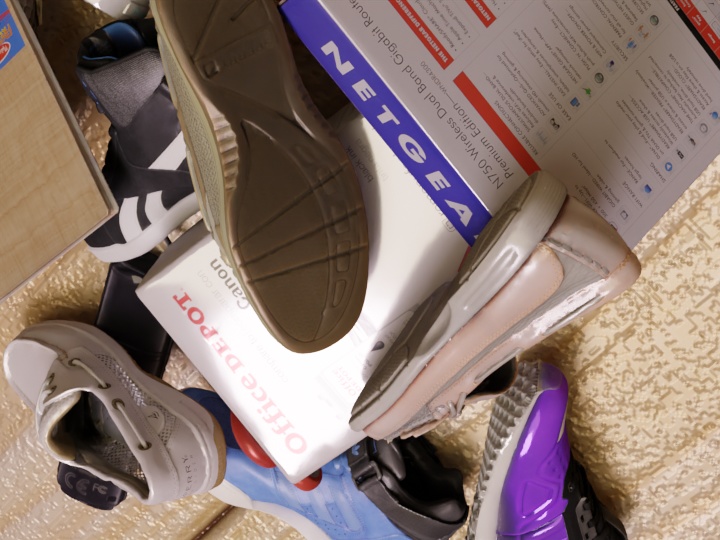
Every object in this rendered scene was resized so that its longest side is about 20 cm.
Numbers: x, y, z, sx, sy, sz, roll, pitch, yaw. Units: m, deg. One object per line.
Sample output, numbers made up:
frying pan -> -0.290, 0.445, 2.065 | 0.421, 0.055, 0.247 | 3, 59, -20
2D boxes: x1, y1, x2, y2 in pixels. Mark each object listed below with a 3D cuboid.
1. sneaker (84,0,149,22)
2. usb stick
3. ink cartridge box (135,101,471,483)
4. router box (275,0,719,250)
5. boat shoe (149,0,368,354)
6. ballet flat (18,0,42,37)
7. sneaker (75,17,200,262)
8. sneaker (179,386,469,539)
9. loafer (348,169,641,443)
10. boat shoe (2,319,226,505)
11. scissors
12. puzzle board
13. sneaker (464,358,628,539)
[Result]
sneaker -> -0.182, -0.224, 0.737 | 0.199, 0.074, 0.082 | 36, 99, -3
usb stick -> -0.161, 0.076, 0.891 | 0.055, 0.033, 0.202 | 22, 120, 3
ink cartridge box -> 0.000, 0.000, 0.732 | 0.199, 0.083, 0.147 | -36, 101, 17
router box -> 0.088, -0.112, 0.649 | 0.201, 0.179, 0.049 | 50, 163, -11
boat shoe -> -0.053, -0.058, 0.653 | 0.072, 0.063, 0.203 | -27, 105, -15
ballet flat -> -0.220, -0.103, 0.813 | 0.046, 0.068, 0.202 | 3, 123, -30
sneaker -> -0.126, -0.081, 0.754 | 0.112, 0.073, 0.199 | 45, 140, -18
sneaker -> -0.022, 0.115, 0.843 | 0.199, 0.077, 0.112 | 38, 121, -3
loafer -> 0.055, 0.036, 0.621 | 0.062, 0.072, 0.200 | 33, 140, -2
boat shoe -> -0.170, 0.086, 0.826 | 0.198, 0.069, 0.072 | 21, 118, 38
scissors -> -0.078, 0.047, 0.813 | 0.014, 0.201, 0.073 | -41, 144, 17
puzzle board -> -0.227, -0.061, 0.782 | 0.199, 0.017, 0.152 | -30, 84, 39
sneaker -> 0.121, 0.145, 0.826 | 0.098, 0.070, 0.203 | 11, 122, 3
